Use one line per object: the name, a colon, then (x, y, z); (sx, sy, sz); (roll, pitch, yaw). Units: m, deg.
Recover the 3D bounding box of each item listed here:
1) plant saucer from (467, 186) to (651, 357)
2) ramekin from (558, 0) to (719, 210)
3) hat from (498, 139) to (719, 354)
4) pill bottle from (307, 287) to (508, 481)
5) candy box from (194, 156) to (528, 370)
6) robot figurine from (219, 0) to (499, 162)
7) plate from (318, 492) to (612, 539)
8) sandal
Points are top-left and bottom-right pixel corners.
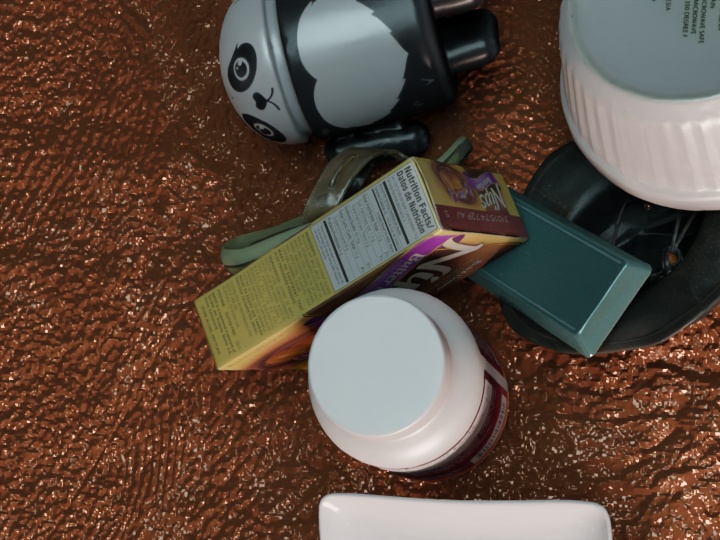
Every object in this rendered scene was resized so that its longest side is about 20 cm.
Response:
plant saucer: (0.111, -0.011, 1.041); (0.070, 0.019, 0.200); (-55, 37, 1)
ramekin: (0.214, -0.147, 0.969); (0.200, 0.094, 0.204); (-10, 60, 18)
hat: (0.192, -0.012, 1.041); (0.199, 0.081, 0.202); (-24, 48, 29)
pill bottle: (0.030, 0.074, 1.009); (0.112, 0.200, 0.114); (-3, 78, 12)
candy box: (0.000, 0.000, 1.041); (0.199, 0.116, 0.057); (-31, 71, 29)
robot figurine: (-0.003, -0.161, 1.103); (0.198, 0.125, 0.152); (-13, 77, 10)
plate: (0.072, 0.240, 0.987); (0.198, 0.032, 0.202); (-2, 95, 26)
sandal: (-0.015, -0.053, 1.100); (0.199, 0.080, 0.058); (-21, 96, 12)
